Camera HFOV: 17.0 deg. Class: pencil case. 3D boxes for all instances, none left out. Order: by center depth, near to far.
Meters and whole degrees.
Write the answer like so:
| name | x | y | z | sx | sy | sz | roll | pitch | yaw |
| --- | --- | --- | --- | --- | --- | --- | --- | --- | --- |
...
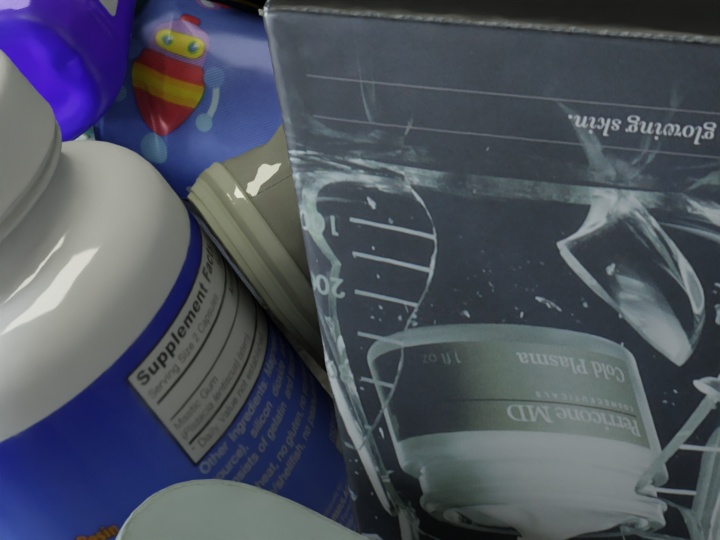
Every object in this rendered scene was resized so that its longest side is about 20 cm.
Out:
| name | x | y | z | sx | sy | sz | roll | pitch | yaw |
| --- | --- | --- | --- | --- | --- | --- | --- | --- | --- |
| pencil case | 0.005 | -0.041 | 0.850 | 0.199 | 0.087 | 0.078 | 16 | 72 | 15 |

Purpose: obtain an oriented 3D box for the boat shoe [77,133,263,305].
| name | x | y | z | sx | sy | sz | roll | pitch | yaw |
| --- | --- | --- | --- | --- | --- | --- | --- | --- | --- |
| boat shoe | -0.087 | -0.027 | 0.957 | 0.067 | 0.074 | 0.200 | -39 | 32 | -23 |

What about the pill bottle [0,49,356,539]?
| name | x | y | z | sx | sy | sz | roll | pitch | yaw |
| --- | --- | --- | --- | --- | --- | --- | --- | --- | --- |
| pill bottle | -0.080 | 0.034 | 0.704 | 0.112 | 0.200 | 0.112 | -26 | 33 | 18 |

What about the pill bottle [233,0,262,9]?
| name | x | y | z | sx | sy | sz | roll | pitch | yaw |
| --- | --- | --- | --- | --- | --- | --- | --- | --- | --- |
| pill bottle | -0.016 | -0.160 | 1.003 | 0.112 | 0.113 | 0.200 | 1 | -5 | 36 |

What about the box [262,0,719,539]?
| name | x | y | z | sx | sy | sz | roll | pitch | yaw |
| --- | --- | --- | --- | --- | --- | --- | --- | --- | --- |
| box | 0.098 | -0.008 | 0.631 | 0.199 | 0.197 | 0.124 | 6 | 39 | 22 |

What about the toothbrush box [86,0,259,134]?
| name | x | y | z | sx | sy | sz | roll | pitch | yaw |
| --- | --- | --- | --- | --- | --- | --- | --- | --- | --- |
| toothbrush box | -0.135 | -0.130 | 1.001 | 0.085 | 0.147 | 0.200 | -7 | 1 | 33 |

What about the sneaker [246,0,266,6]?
| name | x | y | z | sx | sy | sz | roll | pitch | yaw |
| --- | --- | --- | --- | --- | --- | --- | --- | --- | --- |
| sneaker | 0.053 | -0.143 | 0.837 | 0.199 | 0.140 | 0.078 | 16 | -1 | 1 |

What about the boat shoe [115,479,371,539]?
| name | x | y | z | sx | sy | sz | roll | pitch | yaw |
| --- | --- | --- | --- | --- | --- | --- | --- | --- | --- |
| boat shoe | 0.023 | 0.130 | 0.632 | 0.200 | 0.091 | 0.071 | 26 | 50 | 20 |

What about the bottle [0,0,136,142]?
| name | x | y | z | sx | sy | sz | roll | pitch | yaw |
| --- | --- | --- | --- | --- | --- | --- | --- | --- | --- |
| bottle | -0.117 | -0.122 | 0.857 | 0.083 | 0.065 | 0.200 | -22 | 38 | 21 |

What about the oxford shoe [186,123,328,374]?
| name | x | y | z | sx | sy | sz | roll | pitch | yaw |
| --- | --- | --- | --- | --- | --- | --- | --- | --- | --- |
| oxford shoe | 0.000 | 0.000 | 0.764 | 0.058 | 0.200 | 0.075 | -39 | 71 | -1 |
